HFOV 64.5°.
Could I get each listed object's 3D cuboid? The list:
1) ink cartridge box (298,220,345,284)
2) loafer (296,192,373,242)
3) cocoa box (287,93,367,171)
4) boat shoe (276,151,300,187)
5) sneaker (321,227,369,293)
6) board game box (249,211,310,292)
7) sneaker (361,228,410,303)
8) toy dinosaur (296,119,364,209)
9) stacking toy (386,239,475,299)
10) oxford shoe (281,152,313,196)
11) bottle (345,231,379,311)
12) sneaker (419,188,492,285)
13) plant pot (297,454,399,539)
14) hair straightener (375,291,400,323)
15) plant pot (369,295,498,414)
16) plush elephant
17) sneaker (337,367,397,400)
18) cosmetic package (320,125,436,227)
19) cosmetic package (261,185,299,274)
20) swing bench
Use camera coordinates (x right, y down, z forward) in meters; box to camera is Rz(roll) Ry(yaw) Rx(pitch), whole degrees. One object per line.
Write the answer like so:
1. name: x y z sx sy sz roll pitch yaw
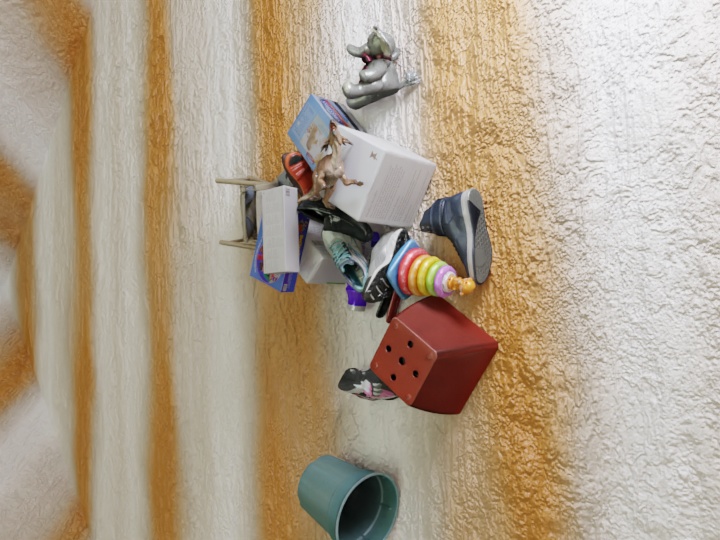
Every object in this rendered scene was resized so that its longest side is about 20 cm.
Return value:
1. ink cartridge box: -0.122 -0.059 1.496 0.200 0.144 0.088 49 118 30
2. loafer: -0.060 -0.116 1.339 0.199 0.071 0.068 32 152 18
3. cocoa box: -0.071 -0.330 1.467 0.134 0.130 0.201 -50 59 28
4. boat shoe: -0.188 -0.262 1.612 0.200 0.056 0.069 -47 57 52
5. sneaker: -0.029 -0.030 1.347 0.078 0.086 0.201 -42 77 17
6. board game box: -0.205 -0.062 1.443 0.134 0.045 0.202 23 104 39
7. sneaker: 0.049 -0.009 1.315 0.079 0.074 0.201 1 51 37
8. toy dinosaur: -0.070 -0.221 1.236 0.200 0.085 0.137 -37 57 47
9. stacking toy: 0.168 0.017 1.240 0.199 0.110 0.117 15 62 44
10. oxford shoe: -0.144 -0.232 1.525 0.072 0.071 0.201 27 151 55
11. bottle: 0.000 0.000 1.428 0.065 0.083 0.203 11 97 52
12. sneaker: 0.207 -0.065 1.254 0.145 0.076 0.205 -8 88 45
13. plant pot: -0.041 0.557 1.392 0.195 0.199 0.203 8 94 49
14. hair straightener: 0.071 0.022 1.392 0.076 0.041 0.203 21 102 39
15. plant pot: 0.141 0.187 1.237 0.199 0.175 0.202 39 113 34
16. plush elephant: 0.033 -0.498 1.367 0.198 0.165 0.157 -15 93 11
17. sneaker: 0.040 0.280 1.387 0.199 0.086 0.081 -1 60 51
18. cosmetic package: 0.035 -0.214 1.325 0.166 0.199 0.169 36 111 36
19. cosmetic package: -0.191 -0.095 1.368 0.082 0.050 0.203 -4 86 38
20. swing bench: -0.308 -0.163 1.657 0.199 0.129 0.202 15 111 38
